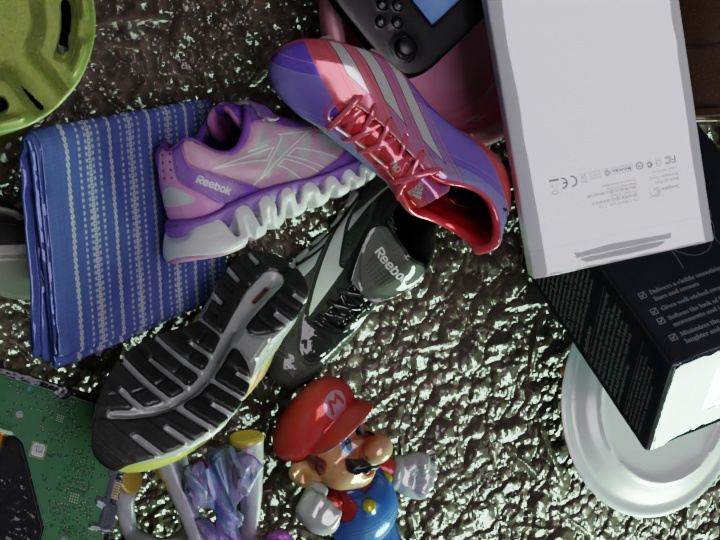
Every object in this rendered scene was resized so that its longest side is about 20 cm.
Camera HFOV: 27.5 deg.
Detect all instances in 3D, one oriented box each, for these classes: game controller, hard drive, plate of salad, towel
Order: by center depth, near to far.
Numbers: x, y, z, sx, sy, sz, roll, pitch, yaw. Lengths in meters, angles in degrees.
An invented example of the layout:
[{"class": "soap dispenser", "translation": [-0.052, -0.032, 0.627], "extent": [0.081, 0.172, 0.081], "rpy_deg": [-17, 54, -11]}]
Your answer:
[{"class": "hard drive", "translation": [-0.253, 0.129, 0.946], "extent": [0.199, 0.038, 0.141], "rpy_deg": [19, 69, -22]}, {"class": "towel", "translation": [-0.150, -0.030, 0.954], "extent": [0.200, 0.024, 0.146], "rpy_deg": [-24, 114, -60]}, {"class": "game controller", "translation": [0.062, -0.225, 1.010], "extent": [0.200, 0.042, 0.105], "rpy_deg": [-46, 112, -18]}, {"class": "hard drive", "translation": [0.163, -0.107, 1.011], "extent": [0.131, 0.027, 0.202], "rpy_deg": [-12, 100, -4]}, {"class": "plate of salad", "translation": [0.240, 0.103, 1.226], "extent": [0.199, 0.048, 0.202], "rpy_deg": [-1, 91, -31]}]

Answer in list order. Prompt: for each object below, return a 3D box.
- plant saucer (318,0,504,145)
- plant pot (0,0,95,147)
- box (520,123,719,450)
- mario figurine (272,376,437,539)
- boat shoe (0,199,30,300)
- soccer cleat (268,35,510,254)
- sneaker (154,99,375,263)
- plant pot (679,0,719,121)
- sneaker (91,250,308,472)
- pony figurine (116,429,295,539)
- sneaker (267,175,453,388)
[{"class": "plant saucer", "translation": [0.055, -0.186, 1.061], "extent": [0.199, 0.051, 0.202], "rpy_deg": [-2, 95, -27]}, {"class": "plant pot", "translation": [-0.236, -0.146, 0.848], "extent": [0.199, 0.190, 0.202], "rpy_deg": [-6, 104, -26]}, {"class": "box", "translation": [0.232, 0.008, 1.097], "extent": [0.147, 0.201, 0.108], "rpy_deg": [-17, 142, -16]}, {"class": "mario figurine", "translation": [0.008, 0.166, 1.079], "extent": [0.105, 0.124, 0.201], "rpy_deg": [-23, 116, 0]}, {"class": "boat shoe", "translation": [-0.240, -0.018, 0.944], "extent": [0.199, 0.074, 0.061], "rpy_deg": [-3, 64, -34]}, {"class": "soccer cleat", "translation": [0.024, -0.083, 0.977], "extent": [0.199, 0.077, 0.067], "rpy_deg": [32, 127, -28]}, {"class": "sneaker", "translation": [-0.062, -0.078, 0.994], "extent": [0.200, 0.080, 0.089], "rpy_deg": [-30, 104, -42]}, {"class": "plant pot", "translation": [0.275, -0.213, 1.106], "extent": [0.199, 0.200, 0.200], "rpy_deg": [-4, 95, -27]}, {"class": "sneaker", "translation": [-0.107, 0.076, 0.985], "extent": [0.078, 0.091, 0.200], "rpy_deg": [39, 49, 9]}, {"class": "pony figurine", "translation": [-0.094, 0.207, 0.996], "extent": [0.166, 0.192, 0.202], "rpy_deg": [-18, 107, -41]}, {"class": "sneaker", "translation": [0.000, 0.000, 1.055], "extent": [0.066, 0.090, 0.201], "rpy_deg": [38, 82, -27]}]
